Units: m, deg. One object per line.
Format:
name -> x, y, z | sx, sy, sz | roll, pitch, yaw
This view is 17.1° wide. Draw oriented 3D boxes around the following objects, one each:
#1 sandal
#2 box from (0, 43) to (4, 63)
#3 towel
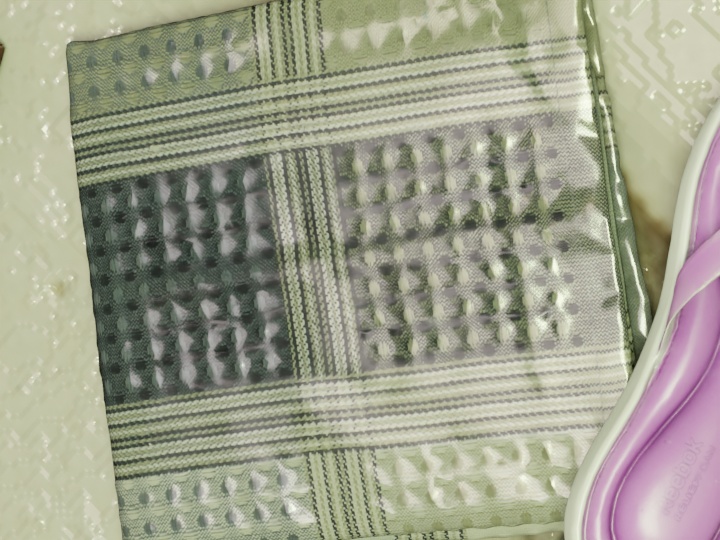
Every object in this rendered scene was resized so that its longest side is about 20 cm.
sandal -> 0.130, 0.019, 0.753 | 0.082, 0.050, 0.203 | 21, 90, -4
box -> -0.205, 0.000, 0.857 | 0.100, 0.075, 0.201 | 18, 98, 14
towel -> 0.000, 0.000, 0.821 | 0.199, 0.035, 0.194 | -7, 90, 19
